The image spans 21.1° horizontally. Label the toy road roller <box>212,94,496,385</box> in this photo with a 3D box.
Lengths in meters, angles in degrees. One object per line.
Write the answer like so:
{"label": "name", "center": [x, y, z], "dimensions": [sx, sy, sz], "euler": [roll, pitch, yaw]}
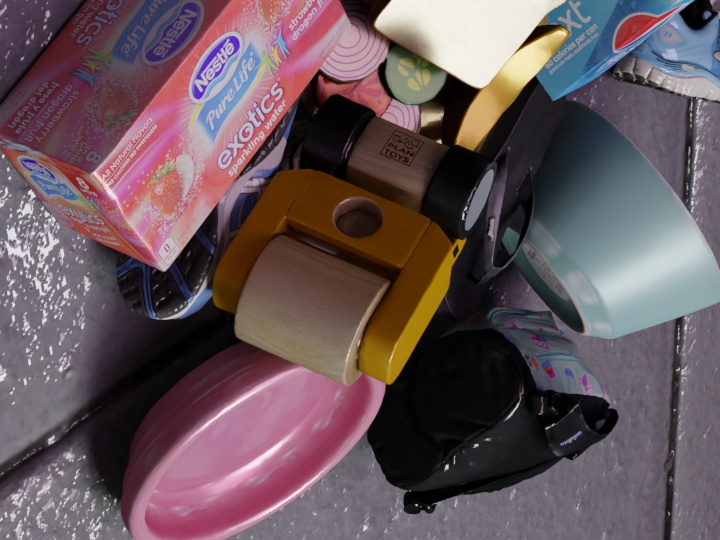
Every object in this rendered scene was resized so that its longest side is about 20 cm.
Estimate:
{"label": "toy road roller", "center": [0.000, 0.000, 1.251], "dimensions": [0.200, 0.123, 0.146], "euler": [-58, 164, -32]}

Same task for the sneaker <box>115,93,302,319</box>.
{"label": "sneaker", "center": [-0.092, -0.061, 1.228], "dimensions": [0.200, 0.076, 0.077], "euler": [-62, 167, -5]}

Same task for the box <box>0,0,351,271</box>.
{"label": "box", "center": [-0.109, -0.116, 1.135], "dimensions": [0.200, 0.095, 0.103], "euler": [-54, 143, -19]}

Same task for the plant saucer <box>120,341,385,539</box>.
{"label": "plant saucer", "center": [-0.078, 0.108, 1.297], "dimensions": [0.200, 0.051, 0.201], "euler": [-29, 153, -16]}

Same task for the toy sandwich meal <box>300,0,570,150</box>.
{"label": "toy sandwich meal", "center": [0.050, -0.156, 1.283], "dimensions": [0.205, 0.070, 0.206], "euler": [-9, 122, -15]}

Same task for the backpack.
{"label": "backpack", "center": [0.113, 0.102, 1.523], "dimensions": [0.167, 0.127, 0.200], "euler": [-35, 160, 29]}

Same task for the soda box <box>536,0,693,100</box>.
{"label": "soda box", "center": [0.194, -0.202, 1.360], "dimensions": [0.064, 0.068, 0.200], "euler": [-31, 175, -42]}

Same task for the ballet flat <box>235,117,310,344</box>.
{"label": "ballet flat", "center": [-0.048, -0.005, 1.327], "dimensions": [0.067, 0.046, 0.200], "euler": [-15, 121, -51]}

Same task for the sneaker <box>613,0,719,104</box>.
{"label": "sneaker", "center": [0.297, -0.193, 1.669], "dimensions": [0.200, 0.078, 0.090], "euler": [0, 106, -54]}

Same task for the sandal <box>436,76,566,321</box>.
{"label": "sandal", "center": [0.106, -0.054, 1.450], "dimensions": [0.076, 0.043, 0.200], "euler": [23, 91, -57]}

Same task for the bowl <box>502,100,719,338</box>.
{"label": "bowl", "center": [0.184, -0.024, 1.533], "dimensions": [0.105, 0.201, 0.201], "euler": [-38, 141, -7]}

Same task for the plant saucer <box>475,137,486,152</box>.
{"label": "plant saucer", "center": [0.073, -0.123, 1.435], "dimensions": [0.200, 0.035, 0.201], "euler": [-32, 133, -42]}
